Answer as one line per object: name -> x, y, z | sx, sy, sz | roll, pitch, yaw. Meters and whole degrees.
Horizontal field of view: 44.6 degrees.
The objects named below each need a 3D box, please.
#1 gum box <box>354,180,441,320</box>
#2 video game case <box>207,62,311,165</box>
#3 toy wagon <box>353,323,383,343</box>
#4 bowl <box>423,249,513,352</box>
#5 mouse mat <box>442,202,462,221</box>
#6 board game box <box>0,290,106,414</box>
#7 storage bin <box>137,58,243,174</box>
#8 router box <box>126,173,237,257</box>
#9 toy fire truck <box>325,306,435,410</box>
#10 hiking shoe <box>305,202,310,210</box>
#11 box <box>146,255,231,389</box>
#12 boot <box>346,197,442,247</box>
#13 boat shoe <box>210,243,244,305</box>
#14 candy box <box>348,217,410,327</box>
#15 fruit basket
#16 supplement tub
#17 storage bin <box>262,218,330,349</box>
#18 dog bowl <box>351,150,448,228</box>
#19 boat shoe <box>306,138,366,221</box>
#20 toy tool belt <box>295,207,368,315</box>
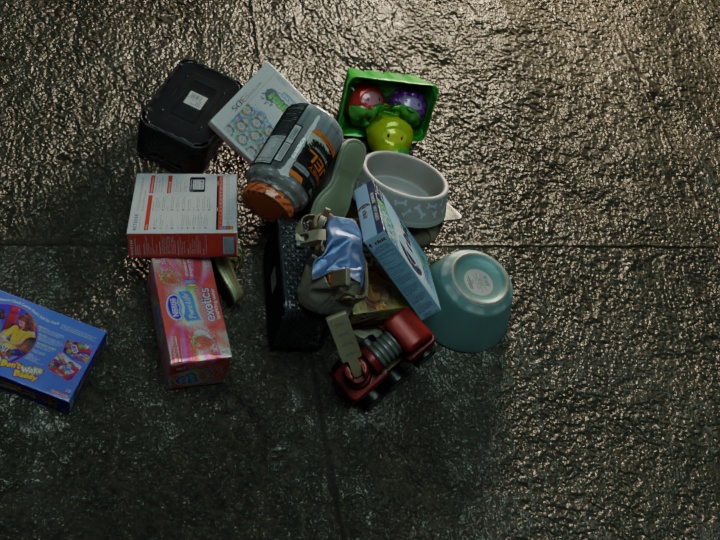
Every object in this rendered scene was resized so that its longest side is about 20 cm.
gum box -> 0.064, -0.036, 1.540 | 0.200, 0.044, 0.170 | 53, 16, -33
video game case -> -0.157, -0.265, 1.652 | 0.200, 0.024, 0.182 | 43, 61, -12
toy wagon -> 0.016, 0.043, 1.611 | 0.155, 0.040, 0.200 | 26, 52, -2
bowl -> 0.204, 0.041, 1.639 | 0.200, 0.105, 0.201 | 10, 54, -14
mouse mat -> 0.090, -0.152, 1.738 | 0.161, 0.008, 0.200 | -8, 43, -36
board game box -> -0.517, 0.122, 1.365 | 0.199, 0.045, 0.135 | 22, 53, -4
storage bin -> -0.323, -0.292, 1.675 | 0.135, 0.094, 0.200 | 25, 54, -2
router box -> -0.301, -0.098, 1.510 | 0.179, 0.049, 0.200 | 0, 36, -7
toy fire truck -> 0.025, 0.120, 1.438 | 0.176, 0.200, 0.129 | -39, 75, -7
hiking shoe -> -0.082, -0.195, 1.726 | 0.101, 0.076, 0.200 | 35, 62, -5
box -> -0.285, 0.082, 1.443 | 0.102, 0.095, 0.201 | -5, 59, -21
boot -> 0.059, -0.109, 1.720 | 0.200, 0.070, 0.146 | 39, 44, 16
boat shoe -> -0.243, -0.031, 1.548 | 0.066, 0.074, 0.200 | -18, 65, -23
candy box -> 0.000, 0.000, 1.574 | 0.115, 0.055, 0.200 | -6, 58, -26
fruit basket -> 0.057, -0.315, 1.810 | 0.215, 0.156, 0.216 | 10, 35, -7
supplement tub -> -0.123, -0.190, 1.568 | 0.122, 0.123, 0.200 | 28, 67, 0
storage bin -> -0.108, 0.023, 1.518 | 0.093, 0.135, 0.201 | 2, 57, -18
dog bowl -> 0.079, -0.162, 1.687 | 0.199, 0.059, 0.200 | 14, 33, -9
boat shoe -> -0.053, -0.153, 1.651 | 0.072, 0.061, 0.202 | 26, 87, -33
toy tool belt -> -0.041, -0.034, 1.417 | 0.124, 0.123, 0.201 | 6, 55, -17
